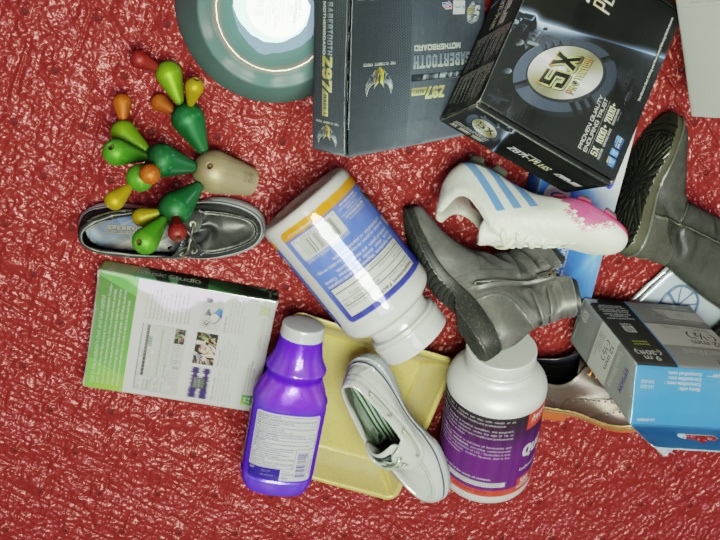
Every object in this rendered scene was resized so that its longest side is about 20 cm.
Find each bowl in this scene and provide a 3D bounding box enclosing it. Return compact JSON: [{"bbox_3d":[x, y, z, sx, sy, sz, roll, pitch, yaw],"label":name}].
[{"bbox_3d":[-0.084,-0.254,0.846,0.200,0.105,0.201,-2,111,-5],"label":"bowl"}]

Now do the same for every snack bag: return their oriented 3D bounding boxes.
[{"bbox_3d":[0.380,0.111,1.072,0.200,0.021,0.189,40,102,-17],"label":"snack bag"}]

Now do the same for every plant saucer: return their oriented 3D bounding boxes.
[{"bbox_3d":[-0.017,0.155,1.030,0.199,0.048,0.200,18,107,-11],"label":"plant saucer"}]

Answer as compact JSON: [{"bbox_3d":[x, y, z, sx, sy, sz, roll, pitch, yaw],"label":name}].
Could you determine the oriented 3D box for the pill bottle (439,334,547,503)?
[{"bbox_3d":[0.150,0.162,0.994,0.112,0.113,0.200,-2,126,-5],"label":"pill bottle"}]

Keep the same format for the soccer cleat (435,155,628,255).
[{"bbox_3d":[0.171,-0.046,0.905,0.200,0.070,0.086,24,66,20],"label":"soccer cleat"}]

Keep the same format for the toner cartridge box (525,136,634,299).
[{"bbox_3d":[0.232,-0.071,0.978,0.095,0.043,0.201,6,109,-10],"label":"toner cartridge box"}]

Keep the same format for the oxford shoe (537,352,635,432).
[{"bbox_3d":[0.278,0.136,1.006,0.199,0.071,0.073,-1,130,19],"label":"oxford shoe"}]

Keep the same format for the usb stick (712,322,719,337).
[{"bbox_3d":[0.446,0.077,1.037,0.200,0.033,0.055,-44,115,11],"label":"usb stick"}]

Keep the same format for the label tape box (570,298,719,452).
[{"bbox_3d":[0.334,0.108,0.939,0.143,0.200,0.066,5,116,-15],"label":"label tape box"}]

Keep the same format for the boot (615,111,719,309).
[{"bbox_3d":[0.386,-0.060,0.984,0.200,0.073,0.182,20,91,-18],"label":"boot"}]

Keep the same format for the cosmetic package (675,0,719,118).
[{"bbox_3d":[0.419,-0.273,0.848,0.199,0.123,0.200,-26,112,-25],"label":"cosmetic package"}]

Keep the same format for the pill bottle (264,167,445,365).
[{"bbox_3d":[0.000,0.000,0.930,0.112,0.112,0.200,-38,102,8],"label":"pill bottle"}]

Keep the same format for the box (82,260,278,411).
[{"bbox_3d":[-0.203,0.076,0.989,0.199,0.036,0.145,10,108,-11],"label":"box"}]

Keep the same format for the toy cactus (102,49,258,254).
[{"bbox_3d":[-0.176,-0.114,0.885,0.165,0.102,0.201,11,69,-37],"label":"toy cactus"}]

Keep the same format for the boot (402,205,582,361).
[{"bbox_3d":[0.140,-0.008,0.947,0.131,0.070,0.200,-28,69,-8],"label":"boot"}]

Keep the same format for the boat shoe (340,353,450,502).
[{"bbox_3d":[0.031,0.191,0.978,0.073,0.067,0.200,-23,105,36],"label":"boat shoe"}]

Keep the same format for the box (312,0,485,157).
[{"bbox_3d":[0.041,-0.202,0.848,0.200,0.051,0.158,-16,117,-42],"label":"box"}]

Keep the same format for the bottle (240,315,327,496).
[{"bbox_3d":[-0.079,0.149,0.961,0.083,0.065,0.201,8,109,-9],"label":"bottle"}]

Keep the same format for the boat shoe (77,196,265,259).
[{"bbox_3d":[-0.201,-0.041,0.929,0.199,0.066,0.070,4,109,-7],"label":"boat shoe"}]

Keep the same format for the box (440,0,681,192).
[{"bbox_3d":[0.200,-0.204,0.865,0.163,0.086,0.200,27,82,-17],"label":"box"}]
